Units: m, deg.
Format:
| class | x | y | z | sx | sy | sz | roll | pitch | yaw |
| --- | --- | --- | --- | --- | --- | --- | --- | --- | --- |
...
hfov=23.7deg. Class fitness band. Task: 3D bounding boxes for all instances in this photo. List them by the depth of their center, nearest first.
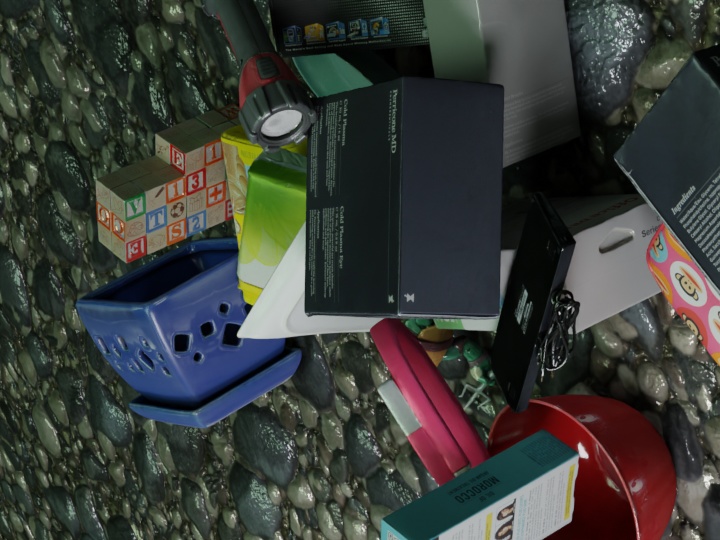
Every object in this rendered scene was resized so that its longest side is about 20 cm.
| class | x | y | z | sx | sy | sz | roll | pitch | yaw |
| --- | --- | --- | --- | --- | --- | --- | --- | --- | --- |
| fitness band | 0.069 | 0.134 | 1.597 | 0.037 | 0.144 | 0.201 | -32 | 89 | 12 |

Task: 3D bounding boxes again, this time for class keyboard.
| class | x | y | z | sx | sy | sz | roll | pitch | yaw |
| --- | --- | --- | --- | --- | --- | --- | --- | --- | --- |
| keyboard | 0.156 | 0.038 | 1.435 | 0.105 | 0.039 | 0.201 | -111 | 23 | -43 |

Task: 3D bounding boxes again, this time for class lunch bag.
| class | x | y | z | sx | sy | sz | roll | pitch | yaw |
| --- | --- | --- | --- | --- | --- | --- | --- | --- | --- |
| lunch bag | 0.321 | 0.015 | 1.355 | 0.200 | 0.082 | 0.176 | 52 | 164 | 16 |

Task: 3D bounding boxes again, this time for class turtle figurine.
| class | x | y | z | sx | sy | sz | roll | pitch | yaw |
| --- | --- | --- | --- | --- | --- | --- | --- | --- | --- |
| turtle figurine | 0.075 | 0.076 | 1.733 | 0.101 | 0.149 | 0.201 | 38 | 125 | 31 |

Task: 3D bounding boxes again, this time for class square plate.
| class | x | y | z | sx | sy | sz | roll | pitch | yaw |
| --- | --- | --- | --- | --- | --- | --- | --- | --- | --- |
| square plate | 0.000 | 0.000 | 1.678 | 0.029 | 0.197 | 0.201 | 55 | 129 | 30 |

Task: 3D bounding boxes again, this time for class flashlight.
| class | x | y | z | sx | sy | sz | roll | pitch | yaw |
| --- | --- | --- | --- | --- | --- | --- | --- | --- | --- |
| flashlight | -0.103 | -0.203 | 1.572 | 0.068 | 0.068 | 0.201 | -39 | 55 | 21 |

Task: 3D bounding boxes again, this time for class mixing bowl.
| class | x | y | z | sx | sy | sz | roll | pitch | yaw |
| --- | --- | --- | --- | --- | --- | --- | --- | --- | --- |
| mixing bowl | 0.225 | 0.196 | 1.617 | 0.200 | 0.108 | 0.202 | 34 | 136 | 41 |

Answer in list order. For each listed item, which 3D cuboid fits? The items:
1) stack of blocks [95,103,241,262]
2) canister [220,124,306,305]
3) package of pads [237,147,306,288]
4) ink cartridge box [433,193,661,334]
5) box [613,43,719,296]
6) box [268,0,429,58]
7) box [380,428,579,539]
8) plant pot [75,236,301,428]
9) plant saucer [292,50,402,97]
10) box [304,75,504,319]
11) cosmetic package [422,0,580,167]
| class | x | y | z | sx | sy | sz | roll | pitch | yaw |
| --- | --- | --- | --- | --- | --- | --- | --- | --- | --- |
| stack of blocks | -0.207 | -0.102 | 1.974 | 0.058 | 0.199 | 0.116 | 35 | 137 | 37 |
| canister | -0.086 | -0.060 | 1.935 | 0.148 | 0.086 | 0.202 | 17 | 121 | 50 |
| package of pads | -0.028 | -0.032 | 1.805 | 0.198 | 0.068 | 0.155 | 18 | 130 | 8 |
| ink cartridge box | 0.168 | -0.007 | 1.543 | 0.199 | 0.145 | 0.088 | -3 | 107 | 56 |
| box | 0.326 | -0.066 | 1.225 | 0.197 | 0.199 | 0.124 | 53 | 140 | 19 |
| box | 0.010 | -0.286 | 1.576 | 0.044 | 0.198 | 0.162 | -82 | -13 | -66 |
| box | 0.107 | 0.222 | 1.520 | 0.049 | 0.199 | 0.083 | 33 | 134 | 40 |
| plant pot | -0.200 | 0.079 | 2.086 | 0.199 | 0.199 | 0.181 | 1 | 116 | 54 |
| plant saucer | 0.013 | -0.170 | 1.706 | 0.200 | 0.036 | 0.200 | 41 | 169 | 9 |
| box | 0.035 | -0.058 | 1.496 | 0.182 | 0.103 | 0.202 | 0 | 88 | 63 |
| cosmetic package | 0.124 | -0.203 | 1.526 | 0.090 | 0.106 | 0.202 | 13 | 118 | 53 |
